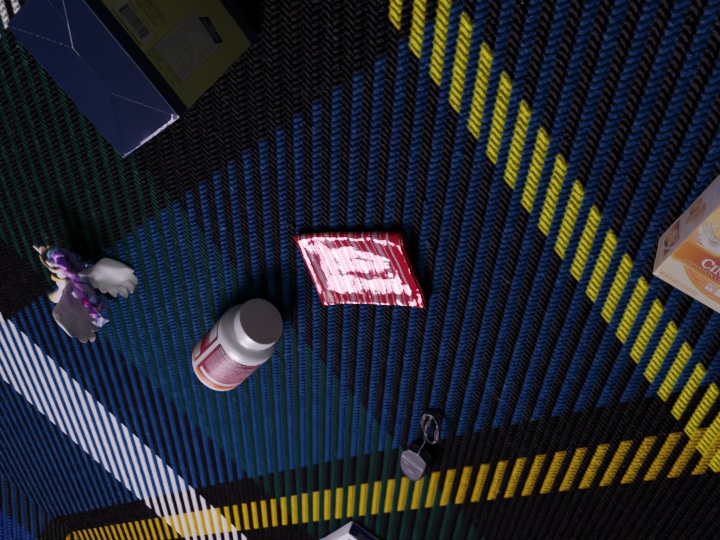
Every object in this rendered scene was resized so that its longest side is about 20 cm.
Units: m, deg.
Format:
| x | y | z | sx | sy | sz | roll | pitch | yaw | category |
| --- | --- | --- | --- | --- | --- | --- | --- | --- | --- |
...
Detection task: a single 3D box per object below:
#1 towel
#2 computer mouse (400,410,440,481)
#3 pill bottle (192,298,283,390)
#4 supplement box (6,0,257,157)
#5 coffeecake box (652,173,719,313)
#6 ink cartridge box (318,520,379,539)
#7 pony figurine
| x | y | z | sx | sy | sz | roll | pitch | yaw | category |
| --- | --- | --- | --- | --- | --- | --- | --- | --- | --- |
| 0.000 | 0.000 | 1.186 | 0.196 | 0.023 | 0.146 | 1 | 129 | 30 | towel |
| 0.119 | 0.327 | 1.427 | 0.058 | 0.034 | 0.202 | 35 | 135 | 20 | computer mouse |
| -0.219 | 0.132 | 1.368 | 0.112 | 0.114 | 0.200 | 39 | 138 | -10 | pill bottle |
| -0.269 | -0.293 | 0.928 | 0.133 | 0.201 | 0.201 | -19 | 120 | 40 | supplement box |
| 0.454 | -0.040 | 0.848 | 0.152 | 0.074 | 0.201 | 30 | 137 | 2 | coffeecake box |
| 0.006 | 0.698 | 1.829 | 0.198 | 0.041 | 0.200 | 37 | 138 | -6 | ink cartridge box |
| -0.538 | 0.042 | 1.457 | 0.192 | 0.167 | 0.201 | 35 | 154 | 6 | pony figurine |
